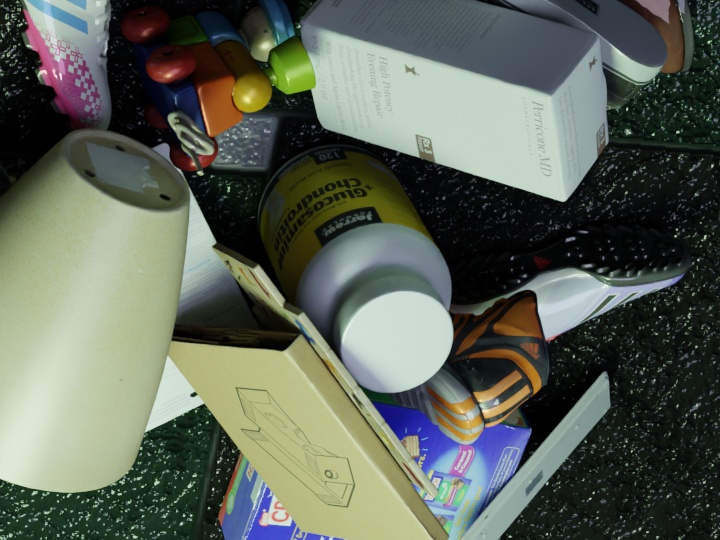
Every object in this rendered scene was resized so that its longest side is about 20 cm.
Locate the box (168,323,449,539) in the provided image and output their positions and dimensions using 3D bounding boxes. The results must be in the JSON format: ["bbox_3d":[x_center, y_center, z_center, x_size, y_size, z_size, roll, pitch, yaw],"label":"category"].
[{"bbox_3d":[-0.042,0.118,1.663,0.021,0.163,0.200,-48,118,-26],"label":"box"}]

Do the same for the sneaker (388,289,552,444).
[{"bbox_3d":[0.073,0.052,1.719,0.112,0.200,0.078,-30,128,-17],"label":"sneaker"}]

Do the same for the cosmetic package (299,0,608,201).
[{"bbox_3d":[0.065,-0.128,1.596,0.074,0.199,0.102,-51,146,-32],"label":"cosmetic package"}]

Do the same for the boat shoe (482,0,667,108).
[{"bbox_3d":[0.115,-0.181,1.606,0.200,0.071,0.064,36,130,-9],"label":"boat shoe"}]

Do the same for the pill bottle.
[{"bbox_3d":[0.000,0.000,1.654,0.111,0.200,0.113,-8,120,-13],"label":"pill bottle"}]

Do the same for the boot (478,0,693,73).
[{"bbox_3d":[0.125,-0.185,1.666,0.199,0.069,0.189,-28,123,1],"label":"boot"}]

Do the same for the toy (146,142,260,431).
[{"bbox_3d":[-0.153,0.008,1.704,0.115,0.047,0.201,-24,118,2],"label":"toy"}]

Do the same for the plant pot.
[{"bbox_3d":[-0.197,0.012,1.572,0.186,0.188,0.201,16,119,-24],"label":"plant pot"}]

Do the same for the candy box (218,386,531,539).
[{"bbox_3d":[0.009,0.158,1.820,0.199,0.077,0.170,11,116,-23],"label":"candy box"}]

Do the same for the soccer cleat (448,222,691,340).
[{"bbox_3d":[0.156,0.017,1.795,0.199,0.068,0.073,-12,129,-7],"label":"soccer cleat"}]

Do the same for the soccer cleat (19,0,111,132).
[{"bbox_3d":[-0.192,-0.181,1.570,0.086,0.070,0.201,-23,122,-3],"label":"soccer cleat"}]

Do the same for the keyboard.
[{"bbox_3d":[0.135,0.163,1.837,0.200,0.011,0.056,-47,158,-21],"label":"keyboard"}]

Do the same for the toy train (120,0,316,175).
[{"bbox_3d":[-0.080,-0.121,1.564,0.115,0.200,0.085,-20,123,-10],"label":"toy train"}]

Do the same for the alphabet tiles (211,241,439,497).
[{"bbox_3d":[-0.031,0.065,1.634,0.008,0.167,0.200,-39,110,-10],"label":"alphabet tiles"}]

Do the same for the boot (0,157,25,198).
[{"bbox_3d":[-0.312,-0.077,1.605,0.173,0.069,0.201,6,121,-26],"label":"boot"}]
